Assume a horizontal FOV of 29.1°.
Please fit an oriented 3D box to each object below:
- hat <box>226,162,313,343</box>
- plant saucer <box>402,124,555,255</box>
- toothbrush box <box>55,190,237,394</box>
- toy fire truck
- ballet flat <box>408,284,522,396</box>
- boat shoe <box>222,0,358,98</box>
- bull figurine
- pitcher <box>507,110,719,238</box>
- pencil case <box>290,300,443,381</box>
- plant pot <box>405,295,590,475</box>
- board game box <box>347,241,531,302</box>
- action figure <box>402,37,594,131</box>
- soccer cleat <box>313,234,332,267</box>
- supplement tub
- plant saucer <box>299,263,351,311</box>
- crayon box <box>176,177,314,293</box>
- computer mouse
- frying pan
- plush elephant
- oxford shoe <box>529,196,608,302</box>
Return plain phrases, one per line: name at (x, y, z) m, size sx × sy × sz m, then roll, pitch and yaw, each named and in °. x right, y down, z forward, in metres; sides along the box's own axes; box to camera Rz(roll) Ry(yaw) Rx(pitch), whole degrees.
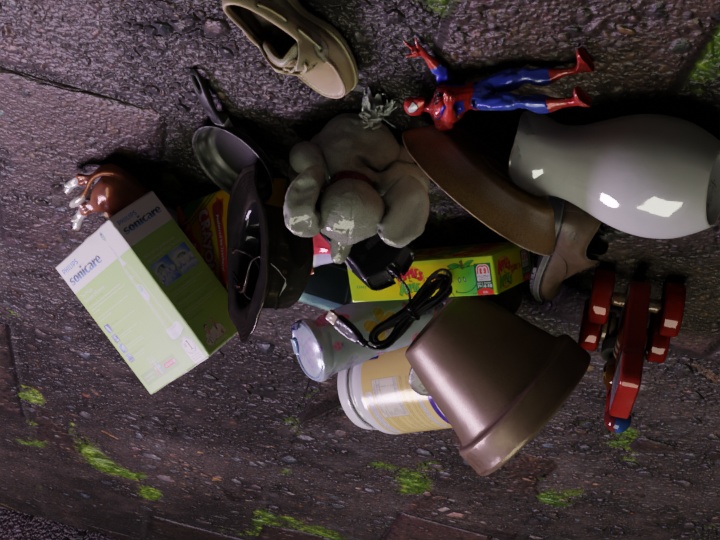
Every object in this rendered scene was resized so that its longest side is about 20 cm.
hat at (-0.097, -0.018, 1.559) m, size 0.080 × 0.202 × 0.201 m, roll 2°, pitch 157°, yaw -16°
plant saucer at (0.132, -0.094, 1.438) m, size 0.200 × 0.201 × 0.036 m, roll 29°, pitch 110°, yaw -27°
toothbrush box at (-0.254, 0.029, 1.692) m, size 0.200 × 0.086 × 0.145 m, roll 52°, pitch 135°, yaw -4°
toy fire truck at (0.322, 0.104, 1.696) m, size 0.111 × 0.169 × 0.200 m, roll 11°, pitch 153°, yaw 6°
ballet flat at (0.135, 0.083, 1.790) m, size 0.067 × 0.046 × 0.200 m, roll 34°, pitch 110°, yaw -15°
boat shoe at (-0.071, -0.223, 1.365) m, size 0.072 × 0.065 × 0.200 m, roll -4°, pitch 149°, yaw 32°
bull figurine at (-0.287, -0.064, 1.773) m, size 0.121 × 0.065 × 0.200 m, roll -15°, pitch 136°, yaw 28°
pitcher at (0.271, -0.096, 1.414) m, size 0.199 × 0.122 × 0.171 m, roll 12°, pitch 176°, yaw 28°
pencil case at (0.010, 0.074, 1.779) m, size 0.199 × 0.084 × 0.091 m, roll -20°, pitch -178°, yaw -23°
plant pot at (0.151, 0.121, 1.695) m, size 0.174 × 0.200 × 0.200 m, roll 41°, pitch 151°, yaw 1°
board game box at (0.096, 0.001, 1.685) m, size 0.199 × 0.048 × 0.101 m, roll -4°, pitch -172°, yaw 32°
action figure at (0.116, -0.185, 1.352) m, size 0.199 × 0.066 × 0.099 m, roll -8°, pitch 153°, yaw 35°
soccer cleat at (-0.033, -0.037, 1.733) m, size 0.199 × 0.067 × 0.076 m, roll -13°, pitch 180°, yaw 30°
supplement tub at (0.080, 0.152, 1.936) m, size 0.199 × 0.146 × 0.145 m, roll -13°, pitch 143°, yaw 42°
plant saucer at (-0.102, -0.001, 1.812) m, size 0.199 × 0.070 × 0.019 m, roll 19°, pitch 146°, yaw -9°
crayon box at (-0.143, -0.038, 1.692) m, size 0.051 × 0.128 × 0.199 m, roll 1°, pitch 167°, yaw -44°
computer mouse at (0.000, 0.000, 1.638) m, size 0.200 × 0.140 × 0.046 m, roll 43°, pitch 178°, yaw 11°
frying pan at (-0.163, -0.153, 1.586) m, size 0.115 × 0.031 × 0.190 m, roll -2°, pitch 130°, yaw 48°
plush elephant at (-0.007, -0.082, 1.508) m, size 0.164 × 0.156 × 0.200 m, roll 14°, pitch 154°, yaw -1°
oxford shoe at (0.241, -0.015, 1.613) m, size 0.084 × 0.073 × 0.200 m, roll 10°, pitch 154°, yaw 3°
